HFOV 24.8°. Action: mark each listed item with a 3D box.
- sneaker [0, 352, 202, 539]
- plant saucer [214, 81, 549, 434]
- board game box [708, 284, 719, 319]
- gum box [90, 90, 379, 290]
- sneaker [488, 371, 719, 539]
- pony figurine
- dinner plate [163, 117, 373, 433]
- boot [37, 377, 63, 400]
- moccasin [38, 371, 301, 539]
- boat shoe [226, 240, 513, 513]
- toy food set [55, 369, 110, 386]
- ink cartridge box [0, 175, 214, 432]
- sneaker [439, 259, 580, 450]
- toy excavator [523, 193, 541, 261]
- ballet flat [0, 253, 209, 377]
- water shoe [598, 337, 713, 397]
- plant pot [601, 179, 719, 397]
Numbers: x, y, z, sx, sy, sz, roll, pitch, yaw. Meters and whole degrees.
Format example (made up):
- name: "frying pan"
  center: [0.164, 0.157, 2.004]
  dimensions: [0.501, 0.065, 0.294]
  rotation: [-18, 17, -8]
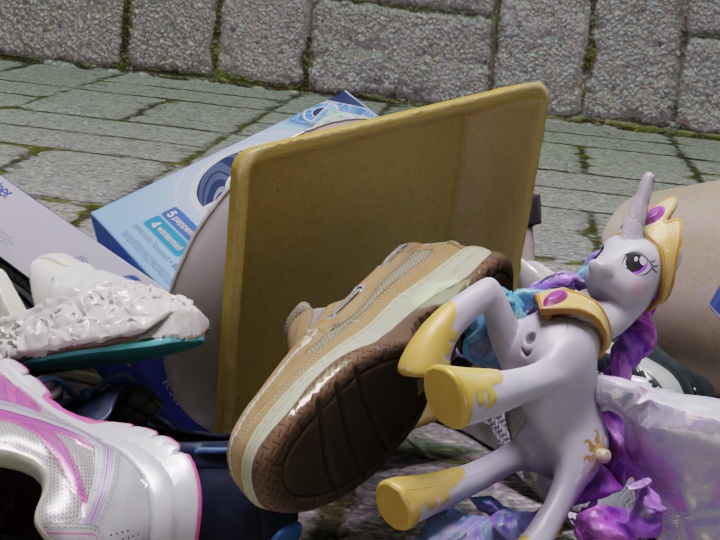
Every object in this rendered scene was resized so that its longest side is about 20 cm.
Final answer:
- name: "sneaker"
  center: [-0.170, 0.089, 0.735]
  dimensions: [0.198, 0.082, 0.088]
  rotation: [12, 12, 32]
- name: "plant saucer"
  center: [0.000, 0.000, 0.865]
  dimensions: [0.199, 0.202, 0.048]
  rotation: [-16, 37, -35]
- name: "board game box"
  center: [0.324, 0.073, 0.910]
  dimensions: [0.197, 0.044, 0.200]
  rotation: [8, 32, -34]
- name: "gum box"
  center: [-0.044, -0.025, 1.034]
  dimensions: [0.199, 0.045, 0.170]
  rotation: [-27, 42, -21]
- name: "sneaker"
  center: [0.170, 0.096, 0.896]
  dimensions: [0.199, 0.076, 0.114]
  rotation: [22, 18, 37]
- name: "pony figurine"
  center: [0.098, 0.074, 0.758]
  dimensions: [0.166, 0.195, 0.199]
  rotation: [12, 32, 42]
- name: "dinner plate"
  center: [-0.021, 0.012, 0.908]
  dimensions: [0.199, 0.202, 0.024]
  rotation: [-4, 29, -41]
- name: "boot"
  center: [-0.249, -0.016, 0.902]
  dimensions: [0.180, 0.202, 0.073]
  rotation: [4, 12, -7]
- name: "moccasin"
  center: [-0.114, 0.085, 0.809]
  dimensions: [0.198, 0.069, 0.080]
  rotation: [10, 12, 20]
- name: "boat shoe"
  center: [-0.007, 0.044, 0.773]
  dimensions: [0.076, 0.072, 0.200]
  rotation: [20, 34, 29]
- name: "toy food set"
  center: [-0.103, 0.037, 1.071]
  dimensions: [0.198, 0.061, 0.143]
  rotation: [9, 12, 18]
- name: "ink cartridge box"
  center: [-0.160, 0.017, 0.952]
  dimensions: [0.199, 0.094, 0.044]
  rotation: [31, 68, 37]
- name: "sneaker"
  center: [0.076, 0.038, 1.019]
  dimensions: [0.073, 0.117, 0.199]
  rotation: [-4, 14, -34]
- name: "toy excavator"
  center: [0.023, -0.009, 1.279]
  dimensions: [0.198, 0.101, 0.194]
  rotation: [-4, 6, -19]
- name: "ballet flat"
  center: [-0.171, 0.027, 0.825]
  dimensions: [0.198, 0.072, 0.072]
  rotation: [-15, 3, 24]
- name: "water shoe"
  center: [0.140, 0.057, 1.073]
  dimensions: [0.078, 0.072, 0.200]
  rotation: [4, 25, -46]
- name: "plant pot"
  center: [0.267, 0.011, 1.115]
  dimensions: [0.182, 0.203, 0.199]
  rotation: [2, 6, 43]
